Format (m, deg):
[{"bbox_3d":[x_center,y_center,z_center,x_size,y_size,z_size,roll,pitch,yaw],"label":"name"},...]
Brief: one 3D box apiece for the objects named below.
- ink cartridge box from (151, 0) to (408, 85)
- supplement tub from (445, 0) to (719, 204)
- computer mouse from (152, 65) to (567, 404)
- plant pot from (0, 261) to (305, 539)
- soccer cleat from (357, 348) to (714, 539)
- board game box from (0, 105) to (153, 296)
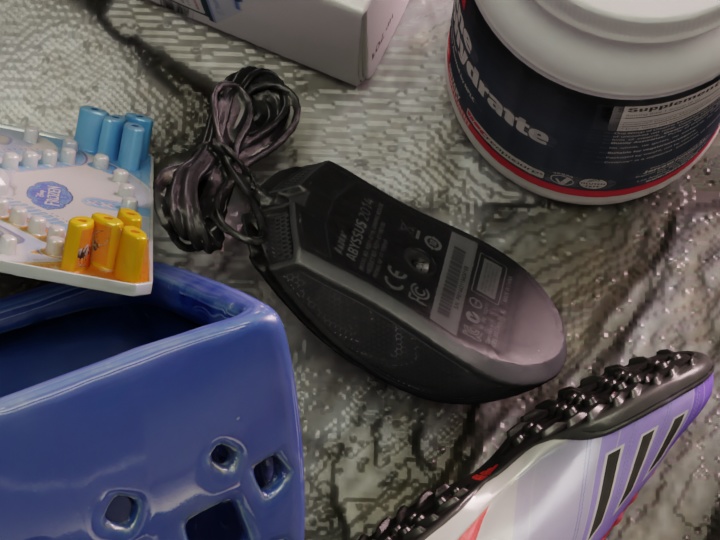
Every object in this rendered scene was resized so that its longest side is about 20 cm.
[{"bbox_3d":[-0.059,-0.200,1.046,0.199,0.086,0.147,22,71,8],"label":"ink cartridge box"},{"bbox_3d":[0.111,-0.124,0.964,0.139,0.200,0.142,0,71,-1],"label":"supplement tub"},{"bbox_3d":[0.000,0.000,0.983,0.199,0.053,0.139,32,35,-5],"label":"computer mouse"},{"bbox_3d":[-0.127,0.115,0.863,0.199,0.200,0.181,-18,102,-19],"label":"plant pot"},{"bbox_3d":[0.084,0.108,0.968,0.199,0.068,0.073,-34,99,-15],"label":"soccer cleat"},{"bbox_3d":[-0.184,-0.049,0.929,0.198,0.200,0.026,11,107,-9],"label":"board game box"}]
